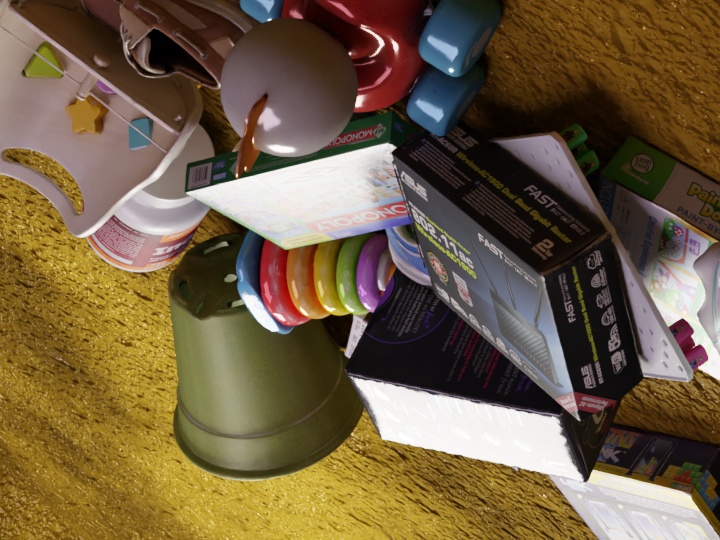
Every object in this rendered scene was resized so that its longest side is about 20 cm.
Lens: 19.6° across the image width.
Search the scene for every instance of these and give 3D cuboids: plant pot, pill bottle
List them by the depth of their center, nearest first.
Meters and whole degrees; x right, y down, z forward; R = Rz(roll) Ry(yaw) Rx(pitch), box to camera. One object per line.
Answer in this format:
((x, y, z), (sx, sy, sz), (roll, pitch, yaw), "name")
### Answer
((-0.195, -0.076, 1.949), (0.113, 0.113, 0.200), (38, 159, -2), "pill bottle")
((-0.110, 0.071, 2.050), (0.200, 0.200, 0.190), (22, 143, 35), "plant pot")

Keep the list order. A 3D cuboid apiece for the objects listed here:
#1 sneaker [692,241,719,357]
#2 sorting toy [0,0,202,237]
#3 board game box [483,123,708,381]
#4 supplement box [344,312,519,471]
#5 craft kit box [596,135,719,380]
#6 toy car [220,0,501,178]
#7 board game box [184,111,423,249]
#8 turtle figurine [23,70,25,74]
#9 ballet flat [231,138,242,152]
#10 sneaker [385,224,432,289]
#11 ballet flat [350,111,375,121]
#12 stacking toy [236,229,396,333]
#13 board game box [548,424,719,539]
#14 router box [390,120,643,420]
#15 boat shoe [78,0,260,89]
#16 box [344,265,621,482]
((0.276, 0.049, 1.427), (0.080, 0.070, 0.200), (33, 154, 37), "sneaker")
((-0.248, -0.128, 1.814), (0.200, 0.180, 0.107), (37, -156, 4), "sorting toy")
((0.158, -0.015, 1.523), (0.200, 0.026, 0.200), (60, 165, -10), "board game box")
((0.086, 0.093, 1.925), (0.200, 0.061, 0.109), (33, 158, 9), "supplement box")
((0.259, 0.012, 1.509), (0.197, 0.049, 0.200), (34, 159, 16), "craft kit box")
((-0.036, -0.136, 1.454), (0.184, 0.200, 0.177), (34, 159, 10), "toy car")
((-0.019, -0.068, 1.646), (0.200, 0.029, 0.135), (-12, 152, 34), "board game box")
((-0.361, -0.207, 1.913), (0.194, 0.200, 0.144), (40, -167, -17), "turtle figurine")
((-0.076, -0.106, 1.760), (0.073, 0.073, 0.200), (31, 150, 18), "ballet flat")
((0.094, -0.007, 1.684), (0.200, 0.076, 0.077), (21, 158, 33), "sneaker")
((-0.026, -0.110, 1.669), (0.069, 0.071, 0.200), (31, 158, 18), "ballet flat")
((0.000, 0.000, 1.847), (0.200, 0.110, 0.116), (6, 146, 30), "stacking toy")
((0.275, 0.214, 1.880), (0.200, 0.057, 0.165), (9, 143, 52), "board game box")
((0.113, -0.004, 1.516), (0.200, 0.062, 0.150), (41, 157, 46), "router box")
((-0.165, -0.198, 1.708), (0.200, 0.072, 0.076), (20, 153, 38), "boat shoe")
((0.109, 0.083, 1.734), (0.200, 0.122, 0.106), (10, 147, 29), "box")
